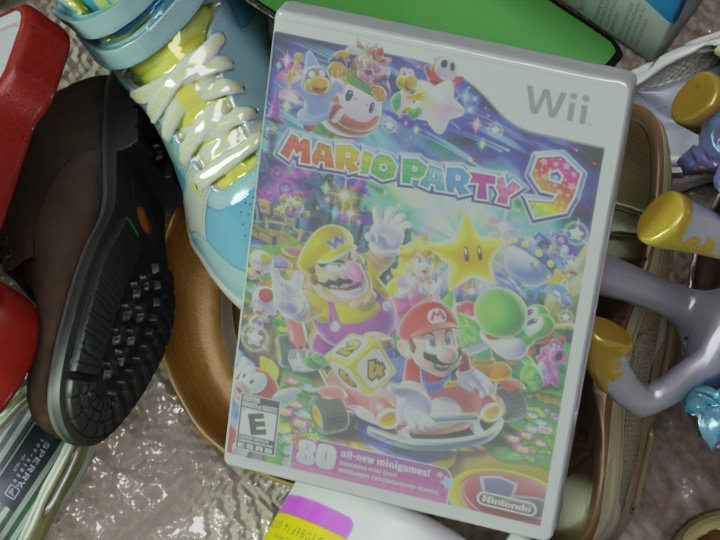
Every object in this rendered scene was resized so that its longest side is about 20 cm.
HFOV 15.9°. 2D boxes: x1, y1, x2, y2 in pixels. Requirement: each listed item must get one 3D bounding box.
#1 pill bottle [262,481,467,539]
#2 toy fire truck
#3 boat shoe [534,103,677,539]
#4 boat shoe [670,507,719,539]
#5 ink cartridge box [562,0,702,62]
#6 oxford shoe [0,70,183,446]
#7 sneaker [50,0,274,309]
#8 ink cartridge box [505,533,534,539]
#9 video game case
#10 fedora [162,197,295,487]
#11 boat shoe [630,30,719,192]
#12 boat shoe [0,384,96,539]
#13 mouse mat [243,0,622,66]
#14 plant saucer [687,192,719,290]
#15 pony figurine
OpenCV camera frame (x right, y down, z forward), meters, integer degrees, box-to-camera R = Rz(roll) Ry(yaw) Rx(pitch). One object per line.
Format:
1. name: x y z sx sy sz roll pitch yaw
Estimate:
1. pill bottle: -0.027 0.194 1.108 0.104 0.104 0.201 29 78 5
2. toy fire truck: -0.207 -0.021 1.120 0.112 0.199 0.169 33 61 -30
3. boat shoe: 0.108 0.026 1.155 0.072 0.065 0.201 8 91 33
4. boat shoe: 0.234 0.147 1.135 0.199 0.068 0.072 1 110 1
5. ink cartridge box: 0.084 -0.199 1.179 0.200 0.146 0.086 37 80 6
6. oxford shoe: -0.129 -0.002 1.151 0.084 0.073 0.201 -11 46 17
7. sneaker: -0.074 -0.075 1.095 0.079 0.131 0.201 -33 50 13
8. ink cartridge box: 0.122 0.190 1.042 0.199 0.037 0.095 24 72 29
9. video game case: 0.024 0.003 1.032 0.142 0.018 0.201 13 114 11
10. fedora: 0.000 0.000 1.163 0.199 0.082 0.202 0 77 -1
11. boat shoe: 0.179 -0.079 1.194 0.199 0.069 0.071 -21 79 -6
12. boat shoe: -0.183 0.132 1.138 0.072 0.062 0.201 27 78 4
13. mouse mat: 0.030 -0.115 1.154 0.160 0.200 0.008 34 116 6
14. plant saucer: 0.245 0.017 1.179 0.199 0.034 0.202 0 88 -2
15. pony figurine: 0.183 0.006 1.077 0.193 0.200 0.167 -41 36 19
